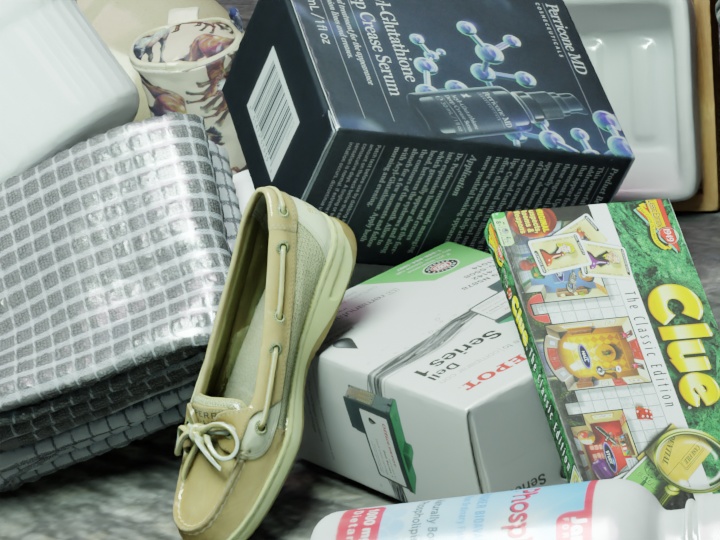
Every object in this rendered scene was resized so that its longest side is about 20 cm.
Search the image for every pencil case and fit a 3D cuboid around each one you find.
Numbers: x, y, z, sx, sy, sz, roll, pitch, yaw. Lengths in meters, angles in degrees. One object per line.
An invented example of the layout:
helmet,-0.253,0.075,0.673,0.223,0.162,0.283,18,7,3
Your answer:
pencil case,-0.089,-0.071,1.875,0.078,0.200,0.090,-6,31,18

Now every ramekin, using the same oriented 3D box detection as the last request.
ramekin,-0.234,-0.087,1.818,0.200,0.098,0.200,-40,-5,-4

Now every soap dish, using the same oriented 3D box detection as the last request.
soap dish,0.152,-0.119,1.923,0.200,0.158,0.081,0,8,31

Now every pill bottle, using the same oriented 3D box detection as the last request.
pill bottle,0.082,0.153,1.318,0.199,0.109,0.109,-8,21,12

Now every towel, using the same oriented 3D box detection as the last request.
towel,-0.162,0.014,1.680,0.200,0.086,0.166,-22,62,11

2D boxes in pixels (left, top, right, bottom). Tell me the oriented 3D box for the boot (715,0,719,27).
boot,0.299,-0.121,1.921,0.066,0.165,0.200,-28,-4,9

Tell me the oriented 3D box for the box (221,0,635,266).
box,0.039,-0.087,1.722,0.199,0.107,0.149,4,43,-26

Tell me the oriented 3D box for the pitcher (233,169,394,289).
pitcher,0.000,0.000,1.764,0.199,0.122,0.172,-8,28,-21

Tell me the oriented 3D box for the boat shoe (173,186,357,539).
boat shoe,-0.065,0.056,1.568,0.063,0.201,0.073,28,-10,-37

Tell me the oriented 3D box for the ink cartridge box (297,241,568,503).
ink cartridge box,0.063,0.063,1.592,0.146,0.085,0.200,-26,24,-29

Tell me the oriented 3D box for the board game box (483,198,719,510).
board game box,0.140,0.049,1.492,0.104,0.023,0.200,-4,54,-19

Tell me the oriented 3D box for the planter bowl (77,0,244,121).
planter bowl,-0.132,-0.100,2.011,0.135,0.201,0.200,27,36,18
